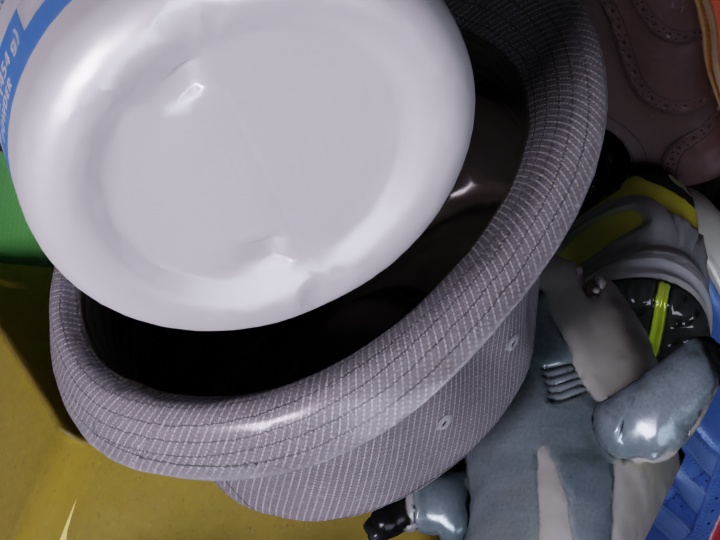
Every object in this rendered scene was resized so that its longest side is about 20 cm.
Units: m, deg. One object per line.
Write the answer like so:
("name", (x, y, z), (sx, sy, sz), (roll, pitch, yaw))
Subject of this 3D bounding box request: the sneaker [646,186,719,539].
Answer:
("sneaker", (0.098, 0.062, 1.121), (0.111, 0.077, 0.200), (-23, 139, -14))

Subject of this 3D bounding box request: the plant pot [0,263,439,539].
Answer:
("plant pot", (-0.081, 0.107, 1.022), (0.199, 0.200, 0.177), (5, 114, -27))

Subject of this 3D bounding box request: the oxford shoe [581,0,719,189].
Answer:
("oxford shoe", (0.085, -0.093, 0.997), (0.072, 0.071, 0.200), (-26, 132, 8))

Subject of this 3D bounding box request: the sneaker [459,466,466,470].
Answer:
("sneaker", (0.063, 0.131, 1.072), (0.112, 0.071, 0.200), (34, 157, -11))

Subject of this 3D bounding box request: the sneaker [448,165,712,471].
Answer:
("sneaker", (0.062, 0.033, 1.074), (0.075, 0.077, 0.200), (35, 138, -22))

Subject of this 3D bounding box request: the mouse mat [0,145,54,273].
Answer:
("mouse mat", (-0.205, 0.009, 1.011), (0.200, 0.008, 0.161), (-38, 131, 12))

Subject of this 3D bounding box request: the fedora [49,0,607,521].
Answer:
("fedora", (0.000, 0.000, 0.907), (0.200, 0.177, 0.090), (-57, 139, -25))

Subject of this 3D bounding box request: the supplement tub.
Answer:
("supplement tub", (-0.054, -0.090, 0.858), (0.132, 0.200, 0.132), (-11, 130, -13))

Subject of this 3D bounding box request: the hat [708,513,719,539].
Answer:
("hat", (0.070, 0.152, 1.004), (0.200, 0.166, 0.176), (-26, 111, 13))

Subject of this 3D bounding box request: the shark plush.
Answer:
("shark plush", (0.042, 0.090, 0.930), (0.200, 0.083, 0.091), (-62, 173, -14))
